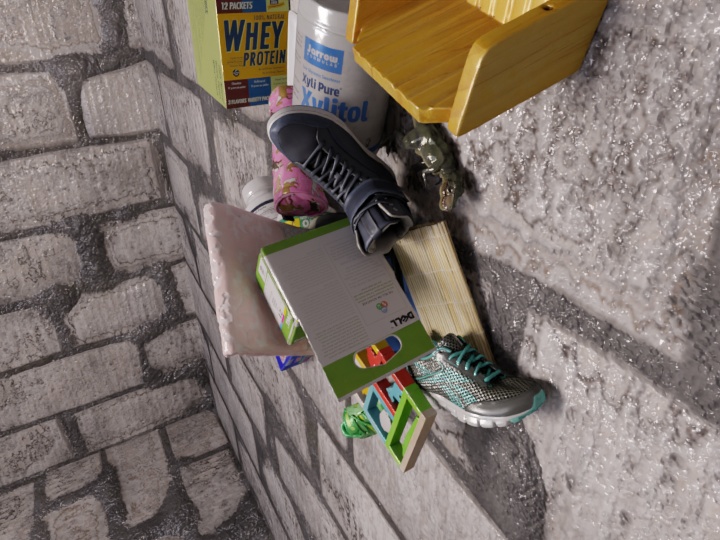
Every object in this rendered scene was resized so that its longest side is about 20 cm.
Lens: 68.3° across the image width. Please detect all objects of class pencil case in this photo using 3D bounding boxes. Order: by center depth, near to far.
[{"bbox_3d":[-0.095,-0.179,0.798,0.087,0.081,0.205,127,139,-62],"label":"pencil case"}]

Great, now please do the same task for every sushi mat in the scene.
[{"bbox_3d":[0.102,0.040,0.668,0.095,0.012,0.204,-13,101,51],"label":"sushi mat"}]

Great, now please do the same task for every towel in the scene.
[{"bbox_3d":[-0.120,0.016,0.726,0.032,0.189,0.205,-28,66,34],"label":"towel"}]

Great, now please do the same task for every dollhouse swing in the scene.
[{"bbox_3d":[0.082,-0.261,0.429,0.201,0.179,0.177,54,169,36],"label":"dollhouse swing"}]

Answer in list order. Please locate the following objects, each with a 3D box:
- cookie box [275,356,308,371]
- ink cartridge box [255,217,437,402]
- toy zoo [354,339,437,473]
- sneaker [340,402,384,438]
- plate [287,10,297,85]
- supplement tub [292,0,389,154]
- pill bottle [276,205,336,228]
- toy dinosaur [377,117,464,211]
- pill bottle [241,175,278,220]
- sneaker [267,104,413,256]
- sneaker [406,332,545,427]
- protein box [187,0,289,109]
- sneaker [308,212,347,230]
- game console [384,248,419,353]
[{"bbox_3d":[-0.182,0.119,1.286,0.204,0.074,0.171,67,154,15],"label":"cookie box"},{"bbox_3d":[-0.023,0.050,0.651,0.203,0.145,0.076,60,152,18],"label":"ink cartridge box"},{"bbox_3d":[0.024,0.153,0.720,0.201,0.020,0.133,53,145,35],"label":"toy zoo"},{"bbox_3d":[0.014,0.266,0.956,0.075,0.082,0.201,62,152,23],"label":"sneaker"},{"bbox_3d":[-0.067,-0.287,0.864,0.200,0.032,0.203,51,146,39],"label":"plate"},{"bbox_3d":[-0.022,-0.248,0.679,0.133,0.129,0.203,54,150,34],"label":"supplement tub"},{"bbox_3d":[-0.083,-0.003,0.924,0.113,0.110,0.206,146,119,-64],"label":"pill bottle"},{"bbox_3d":[0.069,-0.152,0.648,0.088,0.047,0.204,-41,65,52],"label":"toy dinosaur"},{"bbox_3d":[-0.179,-0.092,1.117,0.203,0.109,0.112,65,153,20],"label":"pill bottle"},{"bbox_3d":[-0.018,-0.103,0.626,0.077,0.200,0.148,-45,37,28],"label":"sneaker"},{"bbox_3d":[0.120,0.121,0.627,0.197,0.077,0.094,0,108,47],"label":"sneaker"},{"bbox_3d":[-0.227,-0.434,0.990,0.200,0.132,0.203,44,141,47],"label":"protein box"},{"bbox_3d":[0.000,0.000,0.847,0.104,0.075,0.203,-10,117,33],"label":"sneaker"},{"bbox_3d":[0.040,0.068,0.750,0.175,0.114,0.205,23,125,59],"label":"game console"}]
